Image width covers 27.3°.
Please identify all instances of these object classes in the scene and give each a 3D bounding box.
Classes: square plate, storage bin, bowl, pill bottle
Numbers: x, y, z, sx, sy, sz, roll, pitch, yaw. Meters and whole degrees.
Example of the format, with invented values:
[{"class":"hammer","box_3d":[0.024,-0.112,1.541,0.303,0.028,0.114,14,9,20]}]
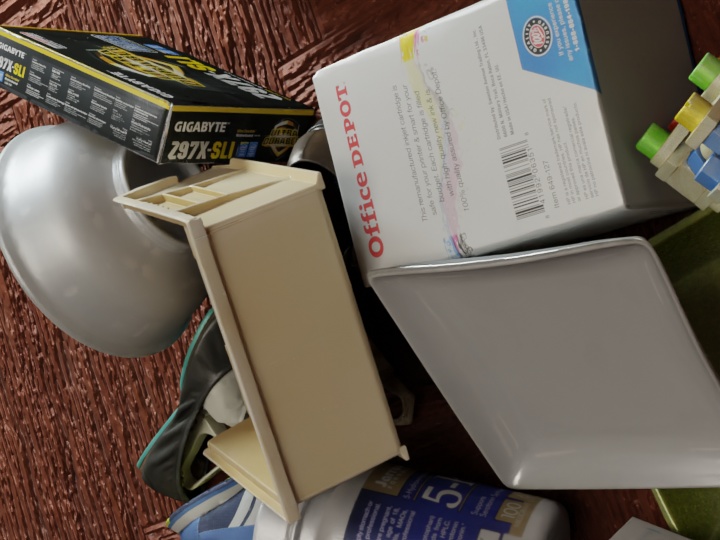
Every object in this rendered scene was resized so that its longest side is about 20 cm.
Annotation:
[{"class":"square plate","box_3d":[0.129,0.058,0.900,0.198,0.028,0.200,-8,127,39]},{"class":"storage bin","box_3d":[-0.073,0.035,0.993,0.198,0.094,0.201,17,127,65]},{"class":"bowl","box_3d":[-0.173,-0.042,1.127,0.090,0.201,0.202,-31,76,31]},{"class":"pill bottle","box_3d":[0.033,0.196,1.017,0.199,0.120,0.120,10,101,20]}]

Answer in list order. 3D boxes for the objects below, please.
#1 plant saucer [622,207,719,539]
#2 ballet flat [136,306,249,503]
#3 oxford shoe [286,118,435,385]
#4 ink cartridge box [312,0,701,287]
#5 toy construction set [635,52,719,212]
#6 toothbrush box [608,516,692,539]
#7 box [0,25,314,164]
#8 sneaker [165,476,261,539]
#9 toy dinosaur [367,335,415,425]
[{"class":"plant saucer","box_3d":[0.249,0.057,0.910,0.200,0.048,0.200,-34,75,35]},{"class":"ballet flat","box_3d":[-0.116,0.112,1.190,0.068,0.068,0.200,39,127,17]},{"class":"oxford shoe","box_3d":[0.000,0.000,1.011,0.073,0.084,0.200,-21,104,32]},{"class":"ink cartridge box","box_3d":[0.099,-0.086,0.947,0.200,0.144,0.148,-16,85,37]},{"class":"toy construction set","box_3d":[0.236,-0.107,0.838,0.092,0.200,0.131,50,161,11]},{"class":"toothbrush box","box_3d":[0.205,0.275,0.914,0.146,0.085,0.201,16,122,35]},{"class":"box","box_3d":[-0.160,-0.134,1.130,0.200,0.159,0.049,26,108,33]},{"class":"sneaker","box_3d":[-0.062,0.184,1.149,0.200,0.074,0.082,-33,83,37]},{"class":"toy dinosaur","box_3d":[0.005,0.066,1.091,0.200,0.058,0.102,-7,89,37]}]
